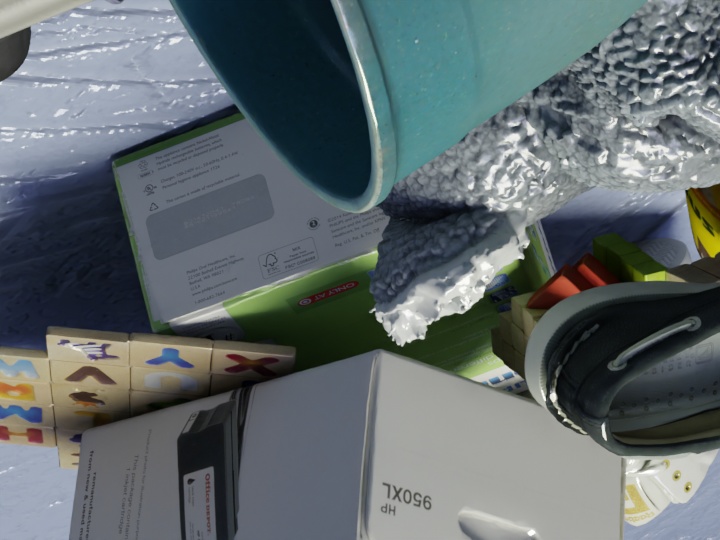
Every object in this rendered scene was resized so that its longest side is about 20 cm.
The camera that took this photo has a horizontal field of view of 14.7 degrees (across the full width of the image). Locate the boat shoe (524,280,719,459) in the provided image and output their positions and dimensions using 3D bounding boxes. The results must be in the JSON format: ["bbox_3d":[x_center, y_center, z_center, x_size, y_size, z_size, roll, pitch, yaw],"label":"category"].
[{"bbox_3d":[0.164,0.031,1.059,0.200,0.060,0.076,-16,117,-16],"label":"boat shoe"}]

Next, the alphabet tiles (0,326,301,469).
[{"bbox_3d":[-0.082,0.061,1.199,0.166,0.006,0.200,5,161,-3],"label":"alphabet tiles"}]

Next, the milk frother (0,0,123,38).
[{"bbox_3d":[-0.176,-0.078,0.799,0.188,0.200,0.181,-22,151,7],"label":"milk frother"}]

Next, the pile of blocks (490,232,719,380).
[{"bbox_3d":[0.153,0.004,1.148,0.200,0.082,0.062,-4,114,2],"label":"pile of blocks"}]

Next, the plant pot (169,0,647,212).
[{"bbox_3d":[0.031,-0.149,0.822,0.188,0.200,0.200,-30,157,-13],"label":"plant pot"}]

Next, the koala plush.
[{"bbox_3d":[0.072,-0.074,1.012,0.200,0.177,0.184,-21,160,28],"label":"koala plush"}]

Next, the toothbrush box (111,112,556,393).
[{"bbox_3d":[0.000,0.000,1.204,0.146,0.086,0.200,-20,154,10],"label":"toothbrush box"}]

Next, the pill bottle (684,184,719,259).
[{"bbox_3d":[0.188,-0.060,1.183,0.109,0.109,0.200,-19,155,2],"label":"pill bottle"}]

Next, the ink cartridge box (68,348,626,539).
[{"bbox_3d":[-0.007,0.105,1.171,0.145,0.084,0.200,19,156,-37],"label":"ink cartridge box"}]

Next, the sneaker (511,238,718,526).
[{"bbox_3d":[0.115,0.083,1.315,0.074,0.116,0.200,2,-148,39],"label":"sneaker"}]

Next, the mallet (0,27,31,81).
[{"bbox_3d":[-0.064,-0.113,0.996,0.200,0.041,0.066,-15,155,-17],"label":"mallet"}]
